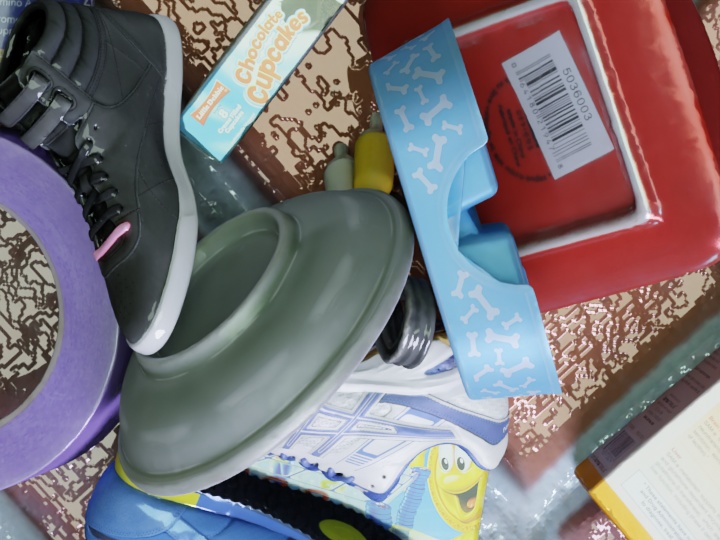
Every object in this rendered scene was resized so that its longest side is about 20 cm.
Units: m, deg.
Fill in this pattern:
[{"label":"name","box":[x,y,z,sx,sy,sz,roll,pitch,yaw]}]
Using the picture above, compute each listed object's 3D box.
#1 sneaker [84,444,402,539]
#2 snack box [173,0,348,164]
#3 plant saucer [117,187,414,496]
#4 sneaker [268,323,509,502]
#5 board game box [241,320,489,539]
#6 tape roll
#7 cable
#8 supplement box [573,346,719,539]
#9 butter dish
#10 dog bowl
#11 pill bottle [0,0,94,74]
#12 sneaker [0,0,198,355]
[{"label":"sneaker","box":[-0.055,0.161,1.333,0.199,0.066,0.079,20,105,-3]},{"label":"snack box","box":[-0.029,-0.149,1.334,0.037,0.116,0.200,38,93,-6]},{"label":"plant saucer","box":[-0.063,0.023,1.248,0.200,0.200,0.050,-45,115,2]},{"label":"sneaker","box":[-0.015,0.087,1.319,0.199,0.075,0.089,-10,95,-1]},{"label":"board game box","box":[-0.027,0.118,1.387,0.198,0.056,0.197,8,95,-3]},{"label":"tape roll","box":[-0.216,0.021,1.337,0.198,0.085,0.202,0,92,12]},{"label":"cable","box":[0.000,0.000,1.313,0.050,0.200,0.097,21,119,-14]},{"label":"supplement box","box":[0.238,0.103,1.387,0.200,0.074,0.126,-39,95,1]},{"label":"butter dish","box":[0.129,-0.093,1.340,0.199,0.147,0.201,-16,94,43]},{"label":"dog bowl","box":[0.052,-0.026,1.249,0.049,0.111,0.201,-16,95,3]},{"label":"pill bottle","box":[-0.198,-0.184,1.327,0.110,0.111,0.202,3,95,-3]},{"label":"sneaker","box":[-0.142,-0.053,1.245,0.099,0.071,0.201,14,57,-33]}]
